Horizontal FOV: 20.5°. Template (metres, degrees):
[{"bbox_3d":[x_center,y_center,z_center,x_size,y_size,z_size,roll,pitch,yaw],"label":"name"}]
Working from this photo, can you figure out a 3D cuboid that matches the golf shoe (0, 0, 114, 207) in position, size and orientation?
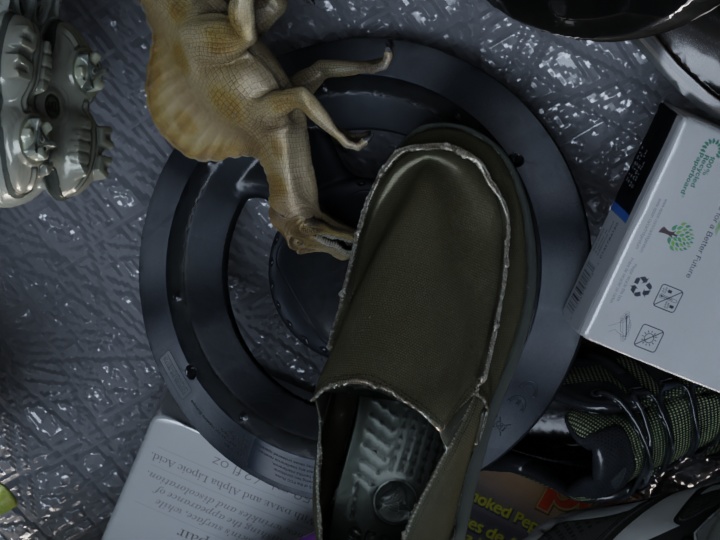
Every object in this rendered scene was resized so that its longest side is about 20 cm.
[{"bbox_3d":[-0.153,-0.125,0.802,0.097,0.078,0.200,-3,77,32],"label":"golf shoe"}]

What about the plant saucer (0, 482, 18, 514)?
[{"bbox_3d":[-0.270,0.067,0.902,0.200,0.048,0.200,40,158,-16],"label":"plant saucer"}]

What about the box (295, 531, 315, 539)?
[{"bbox_3d":[0.016,0.201,0.902,0.200,0.039,0.137,41,137,-18],"label":"box"}]

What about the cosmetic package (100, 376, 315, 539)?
[{"bbox_3d":[-0.079,0.144,0.969,0.102,0.074,0.200,22,118,-3],"label":"cosmetic package"}]

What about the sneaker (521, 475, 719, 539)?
[{"bbox_3d":[0.142,0.125,0.855,0.090,0.200,0.067,-22,83,59],"label":"sneaker"}]

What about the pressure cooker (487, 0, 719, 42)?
[{"bbox_3d":[0.117,-0.194,0.687,0.176,0.200,0.179,-14,108,52],"label":"pressure cooker"}]

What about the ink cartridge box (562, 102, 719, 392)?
[{"bbox_3d":[0.192,0.014,0.815,0.200,0.039,0.100,23,100,-13],"label":"ink cartridge box"}]

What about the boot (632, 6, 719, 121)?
[{"bbox_3d":[0.219,-0.125,0.786,0.200,0.069,0.174,23,114,-7],"label":"boot"}]

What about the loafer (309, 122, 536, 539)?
[{"bbox_3d":[0.023,0.039,0.787,0.075,0.070,0.200,7,88,15],"label":"loafer"}]

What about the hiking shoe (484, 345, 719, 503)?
[{"bbox_3d":[0.126,0.069,0.876,0.200,0.101,0.076,-4,120,13],"label":"hiking shoe"}]

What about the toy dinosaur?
[{"bbox_3d":[-0.054,-0.095,0.806,0.101,0.058,0.200,-38,85,27],"label":"toy dinosaur"}]

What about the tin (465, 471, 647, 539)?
[{"bbox_3d":[0.110,0.157,0.931,0.200,0.042,0.112,27,80,-5],"label":"tin"}]

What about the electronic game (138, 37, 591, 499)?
[{"bbox_3d":[0.000,0.000,0.853,0.200,0.042,0.200,-1,86,14],"label":"electronic game"}]
